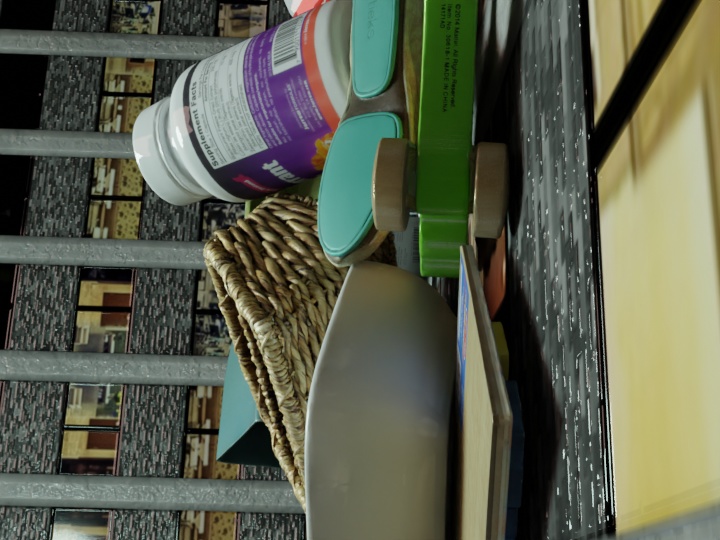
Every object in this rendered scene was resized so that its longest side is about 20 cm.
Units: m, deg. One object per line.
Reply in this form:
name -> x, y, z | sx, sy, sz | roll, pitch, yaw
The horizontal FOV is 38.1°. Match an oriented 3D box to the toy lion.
toy lion -> 0.050, -0.095, 0.582 | 0.192, 0.068, 0.202 | -37, -50, -82

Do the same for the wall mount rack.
wall mount rack -> 0.000, 0.000, 0.923 | 0.173, 0.074, 0.202 | 1, -89, -57

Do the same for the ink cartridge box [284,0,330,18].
ink cartridge box -> -0.025, -0.270, 0.829 | 0.161, 0.050, 0.201 | -49, 19, 46

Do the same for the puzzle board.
puzzle board -> 0.058, 0.109, 0.502 | 0.151, 0.017, 0.201 | -89, -1, -63

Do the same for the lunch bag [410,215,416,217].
lunch bag -> 0.026, -0.149, 1.156 | 0.201, 0.076, 0.161 | -93, 3, -52

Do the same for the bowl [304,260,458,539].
bowl -> 0.020, 0.111, 0.623 | 0.200, 0.074, 0.201 | -68, -20, -63

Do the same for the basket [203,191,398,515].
basket -> -0.055, 0.062, 0.766 | 0.149, 0.142, 0.201 | -46, -44, -38

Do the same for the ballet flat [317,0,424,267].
ballet flat -> 0.021, -0.096, 0.665 | 0.062, 0.067, 0.202 | 19, -103, -47

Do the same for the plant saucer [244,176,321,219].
plant saucer -> 0.001, -0.129, 0.839 | 0.048, 0.199, 0.201 | 32, -131, -46

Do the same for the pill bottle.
pill bottle -> -0.070, -0.115, 0.774 | 0.111, 0.199, 0.112 | 33, -131, -48

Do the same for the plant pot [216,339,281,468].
plant pot -> -0.068, 0.097, 1.133 | 0.141, 0.140, 0.201 | 134, 140, -55
